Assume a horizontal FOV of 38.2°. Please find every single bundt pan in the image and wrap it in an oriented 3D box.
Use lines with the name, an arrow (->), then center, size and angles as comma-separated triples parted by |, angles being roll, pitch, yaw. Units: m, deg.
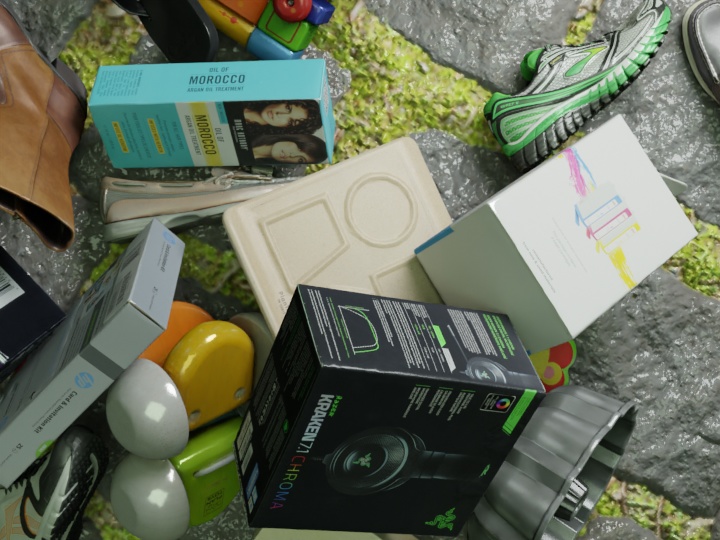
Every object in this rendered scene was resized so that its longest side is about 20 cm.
bundt pan -> 0.161, 0.184, 0.910 | 0.075, 0.202, 0.203 | 31, 91, 24

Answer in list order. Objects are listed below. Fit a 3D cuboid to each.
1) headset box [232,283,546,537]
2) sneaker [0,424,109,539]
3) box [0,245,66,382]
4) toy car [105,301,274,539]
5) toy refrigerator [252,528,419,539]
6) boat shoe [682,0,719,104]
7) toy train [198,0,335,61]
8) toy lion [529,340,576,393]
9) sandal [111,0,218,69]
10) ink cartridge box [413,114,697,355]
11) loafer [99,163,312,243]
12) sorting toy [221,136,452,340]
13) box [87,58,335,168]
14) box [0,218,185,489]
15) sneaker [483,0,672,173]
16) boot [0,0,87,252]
headset box -> 0.023, 0.116, 0.812 | 0.198, 0.093, 0.175 | 9, 125, -24
sneaker -> -0.277, 0.195, 0.898 | 0.080, 0.074, 0.201 | 36, 129, 6
box -> -0.375, 0.061, 0.874 | 0.200, 0.104, 0.148 | -42, 95, 22
toy car -> -0.155, 0.121, 0.904 | 0.149, 0.174, 0.202 | 25, 123, 36
toy refrigerator -> 0.004, 0.267, 0.959 | 0.199, 0.070, 0.076 | 36, 98, -4
boat shoe -> 0.365, -0.162, 0.954 | 0.072, 0.065, 0.201 | -28, 94, 0
toy train -> -0.133, -0.242, 0.922 | 0.199, 0.085, 0.116 | 33, 108, 0
toy lion -> 0.093, 0.059, 0.959 | 0.191, 0.069, 0.201 | -37, 94, -8
sandal -> -0.195, -0.255, 0.896 | 0.201, 0.045, 0.075 | 53, 129, 11
ink cartridge box -> 0.174, -0.029, 0.891 | 0.199, 0.128, 0.126 | -33, 90, -31
loafer -> -0.138, -0.071, 0.931 | 0.198, 0.072, 0.063 | -11, 87, 0
sorting toy -> 0.000, 0.000, 0.902 | 0.199, 0.036, 0.186 | -23, 87, -22
box -> -0.125, -0.134, 0.900 | 0.198, 0.083, 0.049 | -1, 54, 6
box -> -0.230, 0.065, 0.863 | 0.200, 0.156, 0.041 | -43, 111, 15
sneaker -> 0.197, -0.182, 0.938 | 0.200, 0.078, 0.085 | -40, 86, -4
boot -> -0.301, -0.127, 0.827 | 0.068, 0.201, 0.188 | -28, 131, 18
